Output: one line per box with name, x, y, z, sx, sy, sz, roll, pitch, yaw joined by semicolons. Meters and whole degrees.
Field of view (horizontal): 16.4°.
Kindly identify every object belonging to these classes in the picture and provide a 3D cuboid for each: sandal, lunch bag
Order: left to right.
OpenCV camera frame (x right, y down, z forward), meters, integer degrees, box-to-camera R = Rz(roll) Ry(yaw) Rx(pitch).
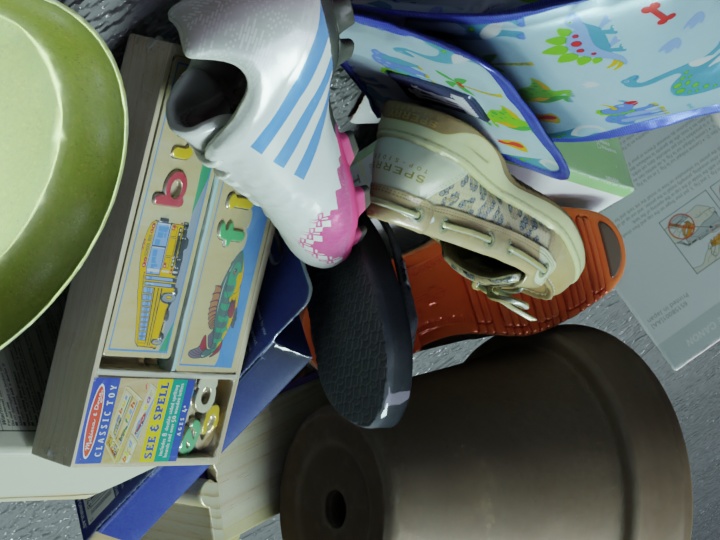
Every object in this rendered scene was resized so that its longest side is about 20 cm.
sandal;0.000;-0.001;1.258;0.043;0.201;0.076;7;127;-21
lunch bag;0.080;-0.128;1.195;0.199;0.128;0.170;-13;157;15

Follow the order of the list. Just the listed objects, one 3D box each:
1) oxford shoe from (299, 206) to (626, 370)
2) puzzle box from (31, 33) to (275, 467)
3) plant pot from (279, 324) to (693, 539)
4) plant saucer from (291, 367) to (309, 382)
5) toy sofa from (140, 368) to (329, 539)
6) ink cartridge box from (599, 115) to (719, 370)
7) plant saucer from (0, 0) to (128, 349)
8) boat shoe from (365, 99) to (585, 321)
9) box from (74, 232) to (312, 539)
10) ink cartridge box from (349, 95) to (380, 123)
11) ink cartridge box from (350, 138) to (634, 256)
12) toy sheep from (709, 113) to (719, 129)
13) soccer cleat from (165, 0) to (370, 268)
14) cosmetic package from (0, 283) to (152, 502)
oxford shoe;0.050;0.008;1.389;0.199;0.072;0.073;-13;-177;-17
puzzle box;-0.087;-0.006;1.184;0.133;0.025;0.201;6;99;-61
plant pot;0.054;0.128;1.372;0.174;0.201;0.201;1;141;-34
plant saucer;-0.033;0.050;1.537;0.200;0.035;0.201;-31;158;-14
toy sofa;-0.055;0.101;1.420;0.082;0.098;0.200;4;-162;38
ink cartridge box;0.212;-0.062;1.476;0.199;0.174;0.044;-35;168;-4
plant saucer;-0.187;-0.035;1.040;0.199;0.031;0.201;-27;137;-28
boat shoe;0.054;-0.022;1.273;0.200;0.073;0.063;38;71;-54
box;-0.088;0.041;1.307;0.032;0.122;0.200;22;124;-35
ink cartridge box;0.103;-0.145;1.340;0.199;0.050;0.161;-2;145;-27
ink cartridge box;0.036;-0.028;1.415;0.200;0.048;0.145;-32;153;33
toy sheep;0.254;-0.138;1.404;0.138;0.137;0.201;105;1;-60
soccer cleat;-0.048;-0.066;1.145;0.086;0.070;0.201;-23;144;-14
cosmetic package;-0.177;0.054;1.199;0.073;0.104;0.200;-26;164;26
